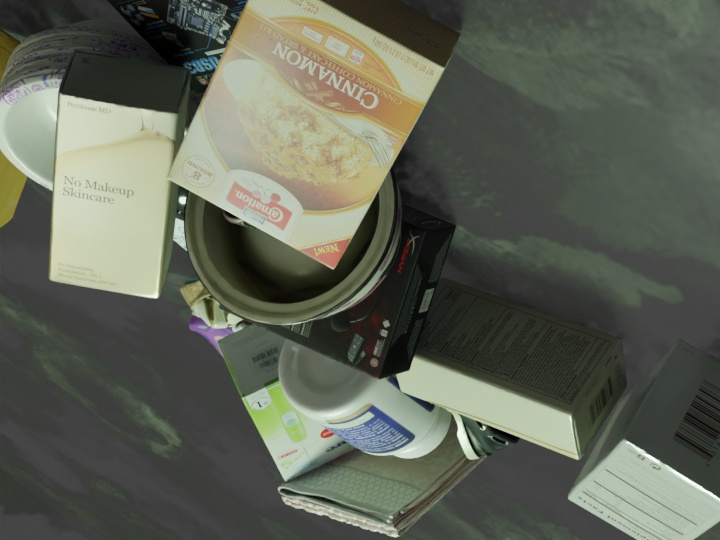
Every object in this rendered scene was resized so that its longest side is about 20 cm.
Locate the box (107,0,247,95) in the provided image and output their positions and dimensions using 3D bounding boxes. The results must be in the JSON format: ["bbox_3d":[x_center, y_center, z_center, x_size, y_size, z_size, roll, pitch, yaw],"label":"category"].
[{"bbox_3d":[-0.135,-0.236,1.412,0.198,0.050,0.200,44,154,-28],"label":"box"}]

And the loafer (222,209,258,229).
[{"bbox_3d":[-0.041,-0.102,1.413,0.200,0.063,0.072,-49,65,32],"label":"loafer"}]

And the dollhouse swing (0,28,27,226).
[{"bbox_3d":[-0.401,-0.165,1.646,0.182,0.176,0.200,32,180,24],"label":"dollhouse swing"}]

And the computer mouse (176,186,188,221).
[{"bbox_3d":[-0.155,-0.039,1.620,0.058,0.034,0.200,0,147,14],"label":"computer mouse"}]

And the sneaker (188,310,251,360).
[{"bbox_3d":[-0.123,0.111,2.029,0.200,0.089,0.080,27,-176,16],"label":"sneaker"}]

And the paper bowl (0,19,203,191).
[{"bbox_3d":[-0.232,-0.152,1.591,0.200,0.105,0.201,7,147,5],"label":"paper bowl"}]

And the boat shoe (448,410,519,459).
[{"bbox_3d":[0.125,0.129,1.795,0.066,0.075,0.200,-7,135,14],"label":"boat shoe"}]

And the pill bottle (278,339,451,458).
[{"bbox_3d":[0.013,0.121,1.753,0.120,0.120,0.200,17,167,33],"label":"pill bottle"}]

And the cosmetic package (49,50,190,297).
[{"bbox_3d":[-0.209,-0.081,1.488,0.103,0.073,0.200,9,129,-1],"label":"cosmetic package"}]

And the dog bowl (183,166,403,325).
[{"bbox_3d":[-0.051,-0.045,1.516,0.200,0.200,0.074,23,178,23],"label":"dog bowl"}]

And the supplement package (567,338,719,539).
[{"bbox_3d":[0.288,0.168,1.587,0.117,0.117,0.200,31,158,4],"label":"supplement package"}]

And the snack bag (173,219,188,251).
[{"bbox_3d":[-0.198,-0.080,1.847,0.189,0.021,0.200,42,156,-19],"label":"snack bag"}]

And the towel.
[{"bbox_3d":[0.032,0.215,1.936,0.200,0.191,0.032,7,127,47],"label":"towel"}]

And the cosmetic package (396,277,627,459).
[{"bbox_3d":[0.140,0.090,1.633,0.200,0.104,0.073,20,145,31],"label":"cosmetic package"}]

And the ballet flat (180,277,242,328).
[{"bbox_3d":[-0.156,0.031,1.943,0.070,0.065,0.200,1,169,-21],"label":"ballet flat"}]

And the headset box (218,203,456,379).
[{"bbox_3d":[-0.032,-0.006,1.600,0.200,0.149,0.075,24,-166,23],"label":"headset box"}]

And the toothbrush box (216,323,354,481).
[{"bbox_3d":[-0.055,0.126,1.891,0.200,0.145,0.086,72,172,-56],"label":"toothbrush box"}]

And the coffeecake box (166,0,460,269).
[{"bbox_3d":[-0.038,-0.126,1.330,0.153,0.073,0.200,28,122,-1],"label":"coffeecake box"}]
